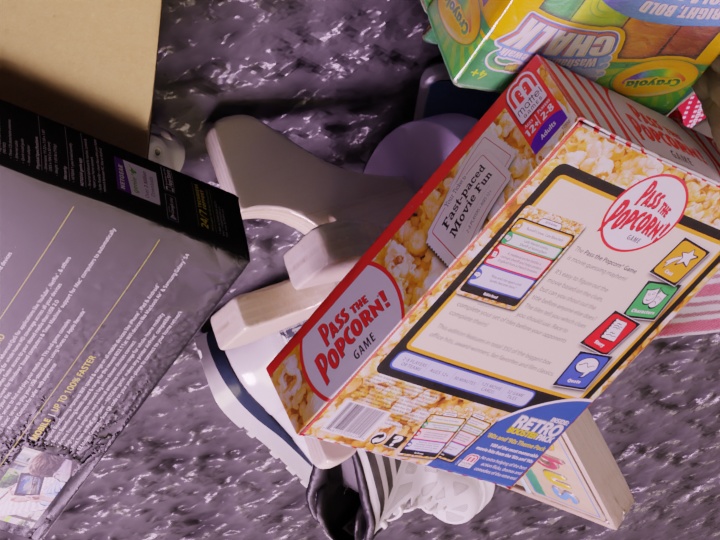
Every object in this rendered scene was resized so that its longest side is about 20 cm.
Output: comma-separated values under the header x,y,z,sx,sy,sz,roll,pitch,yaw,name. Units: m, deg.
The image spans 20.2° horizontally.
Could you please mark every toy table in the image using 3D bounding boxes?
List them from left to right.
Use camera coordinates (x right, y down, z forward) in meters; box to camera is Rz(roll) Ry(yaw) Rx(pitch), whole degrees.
x,y,z,sx,sy,sz,roll,pitch,yaw,name
0.000,0.000,1.046,0.116,0.185,0.200,-15,159,-23,toy table

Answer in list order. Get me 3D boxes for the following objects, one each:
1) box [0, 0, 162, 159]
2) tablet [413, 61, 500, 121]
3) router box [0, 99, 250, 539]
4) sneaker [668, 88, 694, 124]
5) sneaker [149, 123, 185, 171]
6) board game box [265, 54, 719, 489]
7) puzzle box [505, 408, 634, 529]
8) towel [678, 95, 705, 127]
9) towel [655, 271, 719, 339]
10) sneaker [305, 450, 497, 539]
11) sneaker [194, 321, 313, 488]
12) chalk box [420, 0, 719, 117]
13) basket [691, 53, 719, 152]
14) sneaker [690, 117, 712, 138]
x,y,z,sx,sy,sz,roll,pitch,yaw,name
-0.190,-0.075,0.891,0.198,0.021,0.165,1,117,-16,box
0.086,-0.051,1.134,0.129,0.014,0.201,-1,146,-8,tablet
-0.164,0.025,0.914,0.148,0.051,0.200,22,122,-29,router box
0.117,-0.059,1.051,0.093,0.071,0.200,11,140,-19,sneaker
-0.147,-0.052,0.997,0.100,0.075,0.200,-55,133,-15,sneaker
0.075,0.009,0.933,0.151,0.046,0.200,19,122,-43,board game box
0.081,0.079,1.222,0.026,0.132,0.200,-56,141,-22,puzzle box
0.245,-0.113,1.122,0.198,0.023,0.145,-3,147,-22,towel
0.275,-0.018,1.276,0.145,0.030,0.200,-5,153,-16,towel
0.015,0.126,1.222,0.116,0.075,0.201,-55,149,-21,sneaker
-0.023,0.078,1.248,0.080,0.077,0.200,-34,147,9,sneaker
0.099,-0.153,0.890,0.124,0.124,0.200,3,143,-29,chalk box
0.250,-0.141,0.912,0.160,0.201,0.199,4,143,-27,basket
0.214,-0.053,1.053,0.200,0.077,0.082,-37,170,-24,sneaker
